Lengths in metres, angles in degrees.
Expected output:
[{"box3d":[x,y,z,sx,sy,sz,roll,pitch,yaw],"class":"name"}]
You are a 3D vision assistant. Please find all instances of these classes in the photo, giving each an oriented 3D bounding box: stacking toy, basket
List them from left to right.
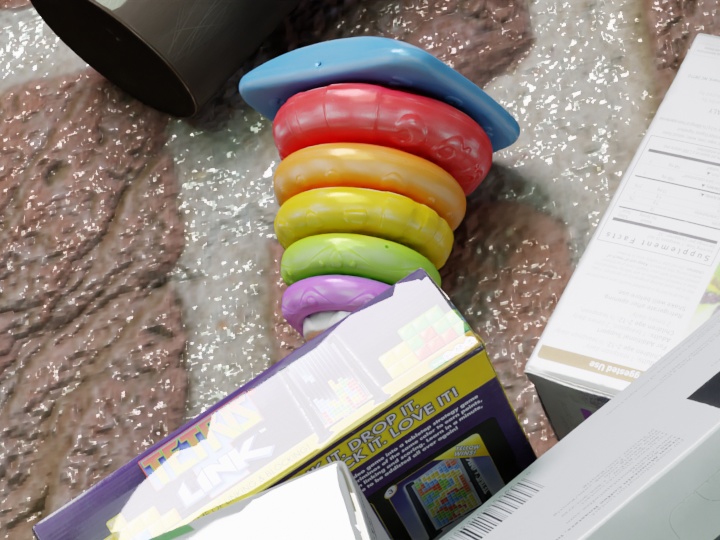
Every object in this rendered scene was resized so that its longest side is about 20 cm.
[{"box3d":[-0.071,-0.191,1.563,0.180,0.136,0.200,16,65,53],"class":"basket"},{"box3d":[0.000,0.000,1.423,0.116,0.110,0.200,-8,62,35],"class":"stacking toy"}]

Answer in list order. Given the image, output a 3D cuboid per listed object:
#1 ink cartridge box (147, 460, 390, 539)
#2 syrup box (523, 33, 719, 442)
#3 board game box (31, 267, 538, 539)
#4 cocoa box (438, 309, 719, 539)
[{"box3d":[-0.031,0.188,1.222,0.146,0.200,0.084,-23,47,4],"class":"ink cartridge box"},{"box3d":[0.157,-0.004,1.366,0.081,0.079,0.200,14,61,29],"class":"syrup box"},{"box3d":[-0.020,0.112,1.294,0.200,0.165,0.057,-33,50,-5],"class":"board game box"},{"box3d":[0.151,0.114,1.218,0.200,0.131,0.133,-39,10,-8],"class":"cocoa box"}]
